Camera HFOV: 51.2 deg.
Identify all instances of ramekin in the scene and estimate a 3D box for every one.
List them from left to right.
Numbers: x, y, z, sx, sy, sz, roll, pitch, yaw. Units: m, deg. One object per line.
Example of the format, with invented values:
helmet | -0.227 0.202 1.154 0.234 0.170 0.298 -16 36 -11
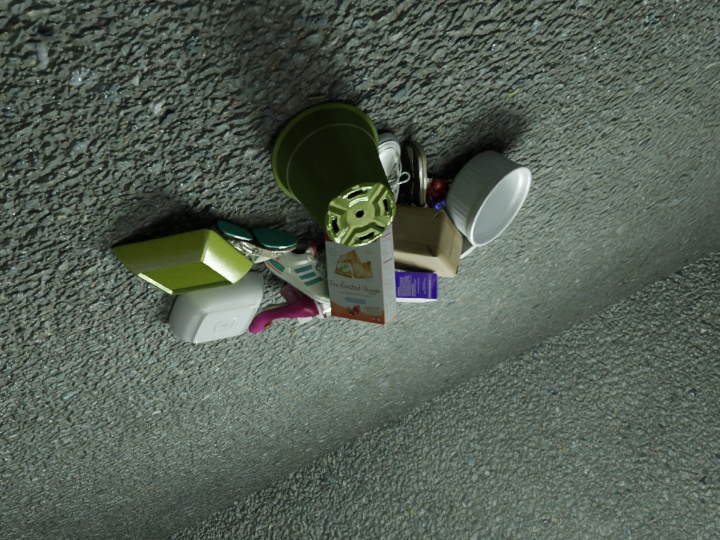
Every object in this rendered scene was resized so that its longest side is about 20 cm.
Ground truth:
ramekin | 0.273 -0.163 1.640 0.200 0.097 0.202 -37 150 -26

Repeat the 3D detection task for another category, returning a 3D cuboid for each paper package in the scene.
paper package | 0.110 -0.064 1.632 0.188 0.105 0.200 8 170 20

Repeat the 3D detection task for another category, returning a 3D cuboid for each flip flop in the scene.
flip flop | 0.119 -0.196 1.525 0.057 0.081 0.201 -34 154 -17

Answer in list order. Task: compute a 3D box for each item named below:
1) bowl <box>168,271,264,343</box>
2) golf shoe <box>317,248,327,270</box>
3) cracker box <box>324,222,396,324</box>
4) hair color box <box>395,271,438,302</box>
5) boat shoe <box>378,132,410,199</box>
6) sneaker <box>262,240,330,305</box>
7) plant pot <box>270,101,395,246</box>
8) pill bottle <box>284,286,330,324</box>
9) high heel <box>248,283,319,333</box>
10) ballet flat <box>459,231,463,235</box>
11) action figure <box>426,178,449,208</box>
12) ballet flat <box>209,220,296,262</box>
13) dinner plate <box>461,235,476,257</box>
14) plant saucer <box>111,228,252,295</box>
bowl | -0.313 0.091 1.667 0.198 0.075 0.200 -8 150 -33
golf shoe | -0.054 -0.020 1.672 0.198 0.098 0.078 -28 156 1
cracker box | 0.000 0.000 1.525 0.132 0.203 0.058 7 -160 31
hair color box | 0.062 0.036 1.668 0.197 0.066 0.109 1 175 -13
boat shoe | 0.052 -0.180 1.459 0.074 0.087 0.203 -21 157 -11
sneaker | -0.104 -0.006 1.583 0.198 0.071 0.094 31 111 -12
plant pot | -0.029 -0.143 1.245 0.197 0.191 0.202 -14 134 -15
pill bottle | -0.071 0.044 1.764 0.198 0.115 0.114 -23 157 -6
high heel | -0.177 0.112 1.693 0.200 0.096 0.067 -43 178 40
ballet flat | 0.211 -0.099 1.838 0.199 0.070 0.069 -37 155 28
action figure | 0.181 -0.156 1.696 0.065 0.052 0.200 -23 155 3
ballet flat | -0.219 -0.050 1.472 0.198 0.068 0.076 7 128 -44
dinner plate | 0.253 -0.074 1.813 0.200 0.024 0.200 -41 -167 11
plant saucer | -0.327 -0.005 1.402 0.197 0.049 0.200 -10 160 13
